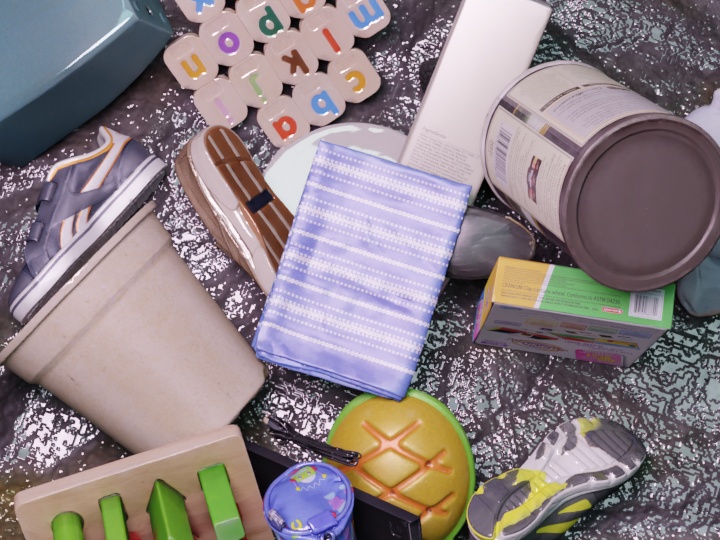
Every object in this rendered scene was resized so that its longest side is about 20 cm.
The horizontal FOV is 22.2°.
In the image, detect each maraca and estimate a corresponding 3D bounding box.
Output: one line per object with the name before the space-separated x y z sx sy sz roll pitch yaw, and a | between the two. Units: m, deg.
maraca | 0.035 0.201 1.624 0.136 0.107 0.201 0 102 12

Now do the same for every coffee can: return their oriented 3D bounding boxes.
coffee can | 0.201 -0.084 1.537 0.146 0.200 0.147 -5 111 -15

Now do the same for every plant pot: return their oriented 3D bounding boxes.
plant pot | -0.188 0.074 1.610 0.183 0.200 0.200 45 81 -5
plant pot | -0.282 -0.207 1.644 0.199 0.141 0.142 -28 80 14

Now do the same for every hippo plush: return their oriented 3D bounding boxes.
hippo plush | 0.330 -0.063 1.681 0.199 0.160 0.161 8 47 -20

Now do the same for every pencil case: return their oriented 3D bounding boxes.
pencil case | -0.033 0.256 1.561 0.078 0.201 0.087 -17 40 -12

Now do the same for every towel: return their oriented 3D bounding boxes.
towel | 0.000 0.000 1.593 0.144 0.024 0.201 18 88 5

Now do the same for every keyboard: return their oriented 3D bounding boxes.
keyboard | -0.029 0.187 1.583 0.199 0.128 0.021 19 43 33

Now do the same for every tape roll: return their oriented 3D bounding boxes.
tape roll | -0.006 -0.038 1.702 0.202 0.037 0.204 0 79 -2

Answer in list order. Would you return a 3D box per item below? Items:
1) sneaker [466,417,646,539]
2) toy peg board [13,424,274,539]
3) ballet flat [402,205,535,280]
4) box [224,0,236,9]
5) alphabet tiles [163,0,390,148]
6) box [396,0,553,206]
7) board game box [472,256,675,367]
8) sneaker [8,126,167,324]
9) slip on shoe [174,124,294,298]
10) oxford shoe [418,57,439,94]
sneaker | 0.170 0.200 1.645 0.199 0.085 0.075 -24 55 -27
toy peg board | -0.166 0.263 1.551 0.199 0.098 0.200 -17 121 -4
ballet flat | 0.057 -0.024 1.633 0.199 0.057 0.067 0 88 11
box | -0.081 -0.339 1.703 0.199 0.123 0.106 -22 53 -7
alphabet tiles | -0.077 -0.217 1.687 0.199 0.015 0.196 -33 114 7
box | 0.100 -0.158 1.640 0.082 0.068 0.201 24 101 3
board game box | 0.182 0.039 1.608 0.152 0.200 0.041 9 78 0
sneaker | -0.268 -0.044 1.676 0.079 0.078 0.200 38 69 1
slip on shoe | -0.101 -0.033 1.653 0.200 0.060 0.076 56 38 -2
oxford shoe | 0.146 -0.146 1.721 0.200 0.073 0.084 34 54 9
